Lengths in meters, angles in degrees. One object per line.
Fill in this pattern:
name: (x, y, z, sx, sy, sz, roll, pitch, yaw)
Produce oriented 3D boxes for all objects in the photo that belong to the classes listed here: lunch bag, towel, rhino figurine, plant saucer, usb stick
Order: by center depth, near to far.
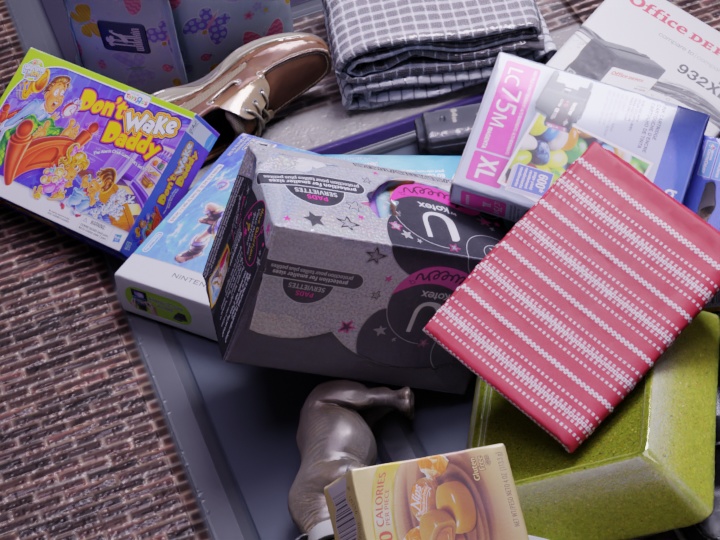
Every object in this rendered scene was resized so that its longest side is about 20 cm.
towel: (0.160, 0.015, 1.513, 0.145, 0.023, 0.200, 39, 75, 20)
plant saucer: (0.153, 0.109, 1.524, 0.200, 0.048, 0.200, -17, 38, 25)
rhino figurine: (-0.009, 0.156, 1.549, 0.087, 0.060, 0.200, 0, 45, 6)
usb stick: (0.147, -0.131, 1.843, 0.199, 0.033, 0.056, -9, 43, 2)
lunch bag: (-0.168, -0.247, 1.933, 0.199, 0.170, 0.127, -15, 45, -9)
towel: (0.066, -0.236, 1.934, 0.199, 0.086, 0.166, -11, 43, -1)

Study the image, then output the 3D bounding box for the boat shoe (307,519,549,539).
boat shoe: (0.061, 0.216, 1.450, 0.199, 0.076, 0.060, 4, 52, -3)

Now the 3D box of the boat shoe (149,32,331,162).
boat shoe: (-0.110, -0.141, 1.884, 0.200, 0.076, 0.072, -29, 49, -6)

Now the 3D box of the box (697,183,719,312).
box: (0.241, -0.044, 1.727, 0.119, 0.042, 0.200, -7, 45, 4)

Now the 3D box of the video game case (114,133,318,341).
video game case: (-0.073, -0.021, 1.762, 0.181, 0.046, 0.200, 17, 49, 26)

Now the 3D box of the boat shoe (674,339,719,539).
boat shoe: (0.254, 0.118, 1.529, 0.074, 0.066, 0.200, 1, 44, 10)

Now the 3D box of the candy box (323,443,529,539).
candy box: (0.058, 0.221, 1.374, 0.115, 0.055, 0.201, -7, 75, -24)

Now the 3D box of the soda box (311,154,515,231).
soda box: (0.049, -0.047, 1.702, 0.199, 0.068, 0.064, 0, 53, -13)

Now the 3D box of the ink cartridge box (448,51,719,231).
ink cartridge box: (0.179, -0.079, 1.588, 0.199, 0.042, 0.120, 19, 69, 6)

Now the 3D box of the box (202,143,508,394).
box: (0.000, 0.000, 1.601, 0.199, 0.132, 0.115, 9, 33, -21)

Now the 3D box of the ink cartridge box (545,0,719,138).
ink cartridge box: (0.213, -0.120, 1.696, 0.145, 0.084, 0.200, 33, 55, 14)

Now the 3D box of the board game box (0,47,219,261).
board game box: (-0.237, -0.099, 1.838, 0.200, 0.045, 0.135, 23, 79, 32)
